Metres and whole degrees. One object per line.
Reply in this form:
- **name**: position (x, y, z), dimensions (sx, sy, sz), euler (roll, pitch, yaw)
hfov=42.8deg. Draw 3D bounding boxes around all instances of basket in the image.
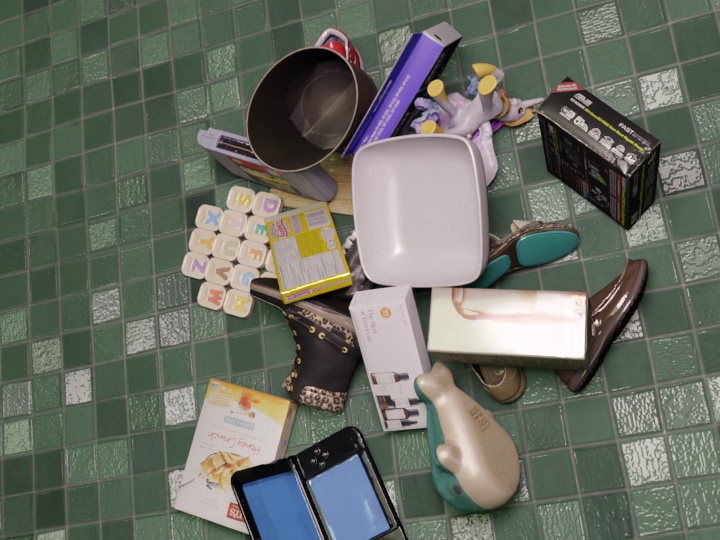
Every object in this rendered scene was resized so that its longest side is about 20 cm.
- **basket**: position (-0.050, -0.232, 1.289), dimensions (0.136, 0.200, 0.180), euler (45, 111, 2)

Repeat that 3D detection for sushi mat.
- **sushi mat**: position (-0.051, -0.139, 1.441), dimensions (0.198, 0.012, 0.097), euler (8, 80, 21)

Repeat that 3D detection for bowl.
- **bowl**: position (0.089, -0.083, 1.241), dimensions (0.198, 0.074, 0.203), euler (0, 100, 34)

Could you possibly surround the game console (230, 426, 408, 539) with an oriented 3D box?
- **game console**: position (-0.054, 0.337, 1.271), dimensions (0.175, 0.116, 0.202), euler (-29, 70, 11)

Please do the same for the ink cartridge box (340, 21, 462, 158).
- **ink cartridge box**: position (0.062, -0.248, 1.296), dimensions (0.043, 0.200, 0.199), euler (34, 116, 5)

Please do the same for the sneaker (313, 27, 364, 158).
- **sneaker**: position (-0.026, -0.275, 1.407), dimensions (0.070, 0.112, 0.202), euler (-17, 68, 14)

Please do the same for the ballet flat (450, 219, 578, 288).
- **ballet flat**: position (0.205, -0.030, 1.286), dimensions (0.198, 0.068, 0.076), euler (-24, 44, -7)

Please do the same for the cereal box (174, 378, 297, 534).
- **cereal box**: position (-0.186, 0.277, 1.373), dimensions (0.142, 0.039, 0.203), euler (11, 81, 21)

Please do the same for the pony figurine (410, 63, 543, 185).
- **pony figurine**: position (0.153, -0.209, 1.308), dimensions (0.192, 0.199, 0.168), euler (-34, 69, 24)

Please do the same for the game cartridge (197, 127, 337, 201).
- **game cartridge**: position (-0.138, -0.158, 1.398), dimensions (0.198, 0.133, 0.041), euler (18, 85, 23)

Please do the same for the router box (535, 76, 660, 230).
- **router box**: position (0.315, -0.150, 1.212), dimensions (0.062, 0.200, 0.150), euler (-47, 67, -2)

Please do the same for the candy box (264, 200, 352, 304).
- **candy box**: position (-0.079, -0.031, 1.339), dimensions (0.101, 0.027, 0.201), euler (-18, 37, -1)

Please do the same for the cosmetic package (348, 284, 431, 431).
- **cosmetic package**: position (0.050, 0.123, 1.260), dimensions (0.081, 0.051, 0.202), euler (-9, 113, 16)

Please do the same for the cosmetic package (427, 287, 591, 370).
- **cosmetic package**: position (0.194, 0.075, 1.183), dimensions (0.197, 0.103, 0.088), euler (1, 78, 16)

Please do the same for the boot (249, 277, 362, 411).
- **boot**: position (-0.085, 0.105, 1.334), dimensions (0.198, 0.073, 0.152), euler (20, 106, 9)

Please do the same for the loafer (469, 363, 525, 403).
- **loafer**: position (0.168, 0.086, 1.280), dimensions (0.076, 0.067, 0.201), euler (-32, 69, 9)

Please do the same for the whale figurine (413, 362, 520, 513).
- **whale figurine**: position (0.125, 0.226, 1.220), dimensions (0.103, 0.159, 0.201), euler (-35, 85, 33)

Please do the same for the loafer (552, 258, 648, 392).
- **loafer**: position (0.316, 0.063, 1.230), dimensions (0.071, 0.073, 0.201), euler (33, 89, 22)

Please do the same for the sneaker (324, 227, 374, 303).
- **sneaker**: position (0.000, 0.000, 1.364), dimensions (0.200, 0.066, 0.091), euler (-46, 70, 8)

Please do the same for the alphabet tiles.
- **alphabet tiles**: position (-0.192, -0.031, 1.458), dimensions (0.193, 0.015, 0.202), euler (15, 85, 22)
